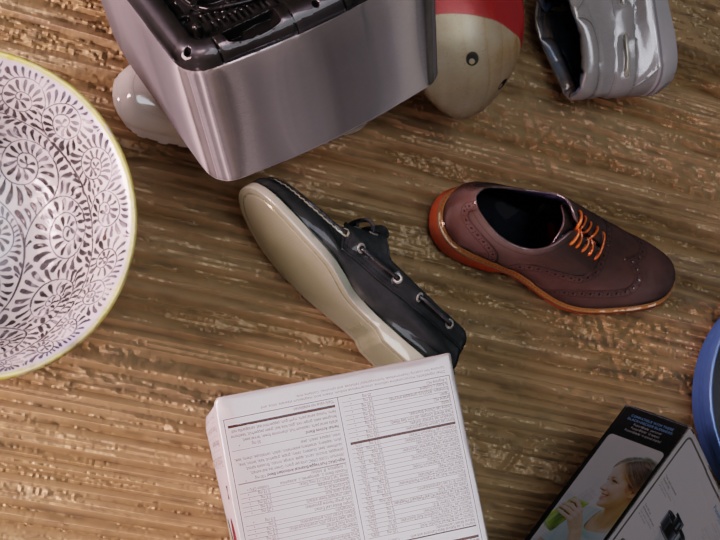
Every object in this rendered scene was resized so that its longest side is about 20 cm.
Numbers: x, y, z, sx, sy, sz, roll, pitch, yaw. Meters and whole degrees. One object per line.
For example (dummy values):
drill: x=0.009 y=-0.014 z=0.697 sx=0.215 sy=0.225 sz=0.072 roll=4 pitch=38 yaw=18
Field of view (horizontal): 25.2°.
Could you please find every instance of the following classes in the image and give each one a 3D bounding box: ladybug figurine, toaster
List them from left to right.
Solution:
toaster: x=-0.055 y=-0.172 z=1.017 sx=0.180 sy=0.119 sz=0.200 roll=-28 pitch=52 yaw=-14
ladybug figurine: x=0.068 y=-0.207 z=1.145 sx=0.135 sy=0.071 sz=0.202 roll=23 pitch=52 yaw=-52

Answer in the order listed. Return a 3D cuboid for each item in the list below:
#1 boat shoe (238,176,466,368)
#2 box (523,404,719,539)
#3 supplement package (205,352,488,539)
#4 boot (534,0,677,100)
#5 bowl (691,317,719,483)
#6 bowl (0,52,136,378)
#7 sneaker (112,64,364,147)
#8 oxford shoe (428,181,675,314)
boat shoe: x=0.001 y=0.000 z=1.110 sx=0.199 sy=0.074 sz=0.066 roll=45 pitch=66 yaw=-8
box: x=0.170 y=0.208 z=1.118 sx=0.200 sy=0.060 sz=0.117 roll=-49 pitch=130 yaw=-21
supplement package: x=-0.007 y=0.170 z=0.998 sx=0.146 sy=0.191 sz=0.202 roll=-10 pitch=83 yaw=-8
boot: x=0.175 y=-0.228 z=1.219 sx=0.095 sy=0.073 sz=0.202 roll=-10 pitch=85 yaw=-29
bowl: x=0.344 y=0.103 z=1.241 sx=0.199 sy=0.039 sz=0.203 roll=4 pitch=79 yaw=-20
bowl: x=-0.246 y=-0.026 z=1.000 sx=0.199 sy=0.094 sz=0.203 roll=4 pitch=78 yaw=-20
sneaker: x=-0.070 y=-0.132 z=1.104 sx=0.198 sy=0.080 sz=0.077 roll=-8 pitch=84 yaw=-21
oxford shoe: x=0.151 y=-0.015 z=1.170 sx=0.198 sy=0.072 sz=0.072 roll=14 pitch=74 yaw=-18
